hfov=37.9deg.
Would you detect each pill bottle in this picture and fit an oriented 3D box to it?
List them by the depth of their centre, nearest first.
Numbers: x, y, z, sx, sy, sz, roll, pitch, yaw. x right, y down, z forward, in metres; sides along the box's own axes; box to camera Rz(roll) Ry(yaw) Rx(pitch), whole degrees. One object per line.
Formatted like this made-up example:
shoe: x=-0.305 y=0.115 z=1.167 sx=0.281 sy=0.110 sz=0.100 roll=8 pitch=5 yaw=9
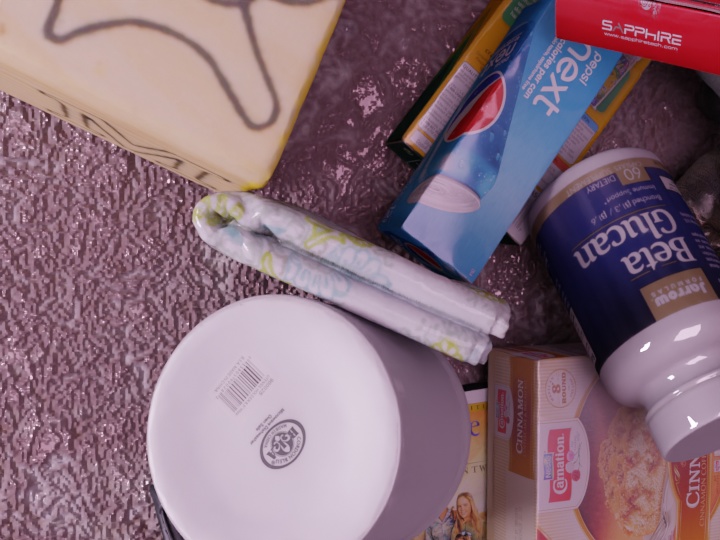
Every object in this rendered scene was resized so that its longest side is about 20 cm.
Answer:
pill bottle: x=0.203 y=0.024 z=0.733 sx=0.109 sy=0.112 sz=0.202 roll=-15 pitch=61 yaw=-13

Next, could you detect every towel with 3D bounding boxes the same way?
towel: x=0.000 y=0.000 z=0.678 sx=0.197 sy=0.171 sz=0.049 roll=24 pitch=90 yaw=3

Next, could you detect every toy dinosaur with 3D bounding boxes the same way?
toy dinosaur: x=0.287 y=-0.053 z=0.848 sx=0.198 sy=0.077 sz=0.104 roll=-28 pitch=106 yaw=-9

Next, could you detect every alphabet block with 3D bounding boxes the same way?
alphabet block: x=-0.125 y=-0.177 z=0.672 sx=0.198 sy=0.196 sz=0.198 roll=25 pitch=88 yaw=-14

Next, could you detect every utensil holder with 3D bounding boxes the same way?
utensil holder: x=-0.025 y=0.106 z=0.679 sx=0.167 sy=0.200 sz=0.173 roll=-2 pitch=82 yaw=14

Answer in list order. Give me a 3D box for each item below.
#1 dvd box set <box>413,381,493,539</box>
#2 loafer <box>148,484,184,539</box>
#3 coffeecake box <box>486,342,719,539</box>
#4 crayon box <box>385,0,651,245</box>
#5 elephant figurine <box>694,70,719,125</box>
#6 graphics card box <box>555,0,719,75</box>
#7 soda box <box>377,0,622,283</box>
dvd box set: x=0.050 y=0.196 z=0.819 sx=0.144 sy=0.029 sz=0.204 roll=-6 pitch=94 yaw=-14
loafer: x=-0.115 y=0.247 z=0.762 sx=0.069 sy=0.068 sz=0.205 roll=-6 pitch=89 yaw=-6
coffeecake box: x=0.199 y=0.137 z=0.818 sx=0.197 sy=0.073 sz=0.157 roll=-1 pitch=93 yaw=-25
crayon box: x=0.129 y=-0.138 z=0.815 sx=0.125 sy=0.052 sz=0.201 roll=39 pitch=83 yaw=-13
elephant figurine: x=0.332 y=-0.138 z=0.820 sx=0.142 sy=0.153 sz=0.202 roll=-46 pitch=127 yaw=-37
graphics card box: x=0.229 y=-0.211 z=0.720 sx=0.200 sy=0.124 sz=0.051 roll=-49 pitch=146 yaw=-37
soda box: x=0.099 y=-0.093 z=0.750 sx=0.067 sy=0.064 sz=0.202 roll=35 pitch=83 yaw=-13
